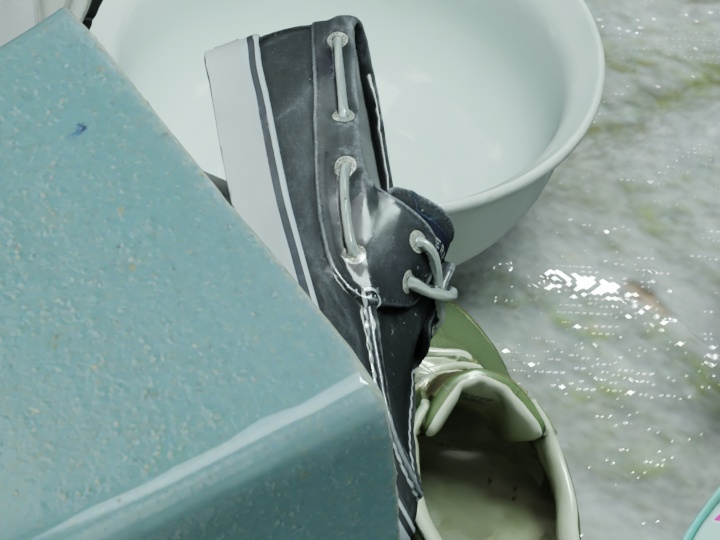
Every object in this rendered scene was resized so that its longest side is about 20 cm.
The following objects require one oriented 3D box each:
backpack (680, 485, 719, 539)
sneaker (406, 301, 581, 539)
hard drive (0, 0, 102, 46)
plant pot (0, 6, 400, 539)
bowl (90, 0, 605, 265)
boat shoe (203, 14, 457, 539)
[{"bbox_3d":[0.189,0.128,0.852,0.199,0.154,0.176,25,51,28],"label":"backpack"},{"bbox_3d":[0.040,0.060,0.945,0.067,0.090,0.201,-4,44,-10],"label":"sneaker"},{"bbox_3d":[-0.180,-0.057,0.963,0.139,0.201,0.038,22,6,-1],"label":"hard drive"},{"bbox_3d":[-0.119,0.081,0.842,0.199,0.196,0.197,-27,52,-17],"label":"plant pot"},{"bbox_3d":[-0.009,-0.057,1.063,0.200,0.091,0.202,3,44,-3],"label":"bowl"},{"bbox_3d":[0.000,0.000,0.907,0.067,0.072,0.201,-18,55,4],"label":"boat shoe"}]
